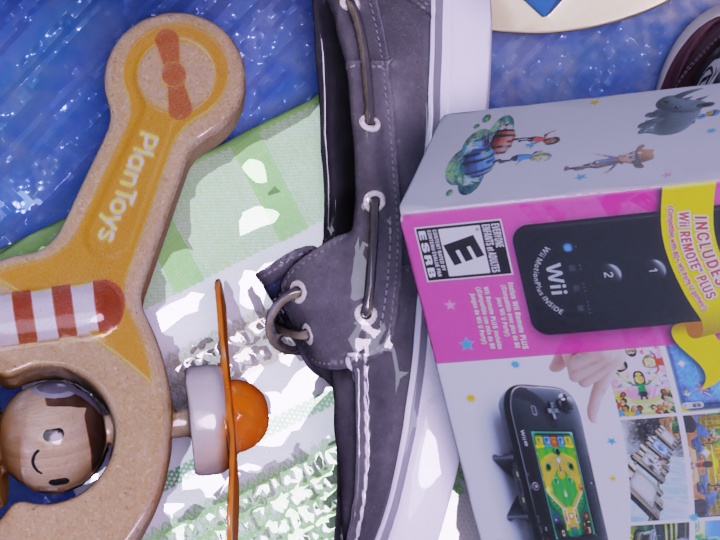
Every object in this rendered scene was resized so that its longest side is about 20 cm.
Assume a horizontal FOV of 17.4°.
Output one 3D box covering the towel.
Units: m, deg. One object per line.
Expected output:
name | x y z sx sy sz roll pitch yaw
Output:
towel | -0.026 0.057 0.794 0.149 0.031 0.200 -25 87 -2

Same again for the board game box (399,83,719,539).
board game box | 0.126 0.023 0.672 0.199 0.064 0.148 -6 116 18

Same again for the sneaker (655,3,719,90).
sneaker | 0.109 0.003 0.740 0.075 0.116 0.201 12 85 -2

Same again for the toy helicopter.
toy helicopter | -0.078 0.012 0.748 0.132 0.079 0.200 19 74 7

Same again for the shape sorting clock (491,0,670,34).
shape sorting clock | 0.058 -0.179 0.785 0.199 0.039 0.201 0 88 5

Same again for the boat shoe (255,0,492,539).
boat shoe | 0.000 0.000 0.744 0.066 0.070 0.201 7 84 -9
